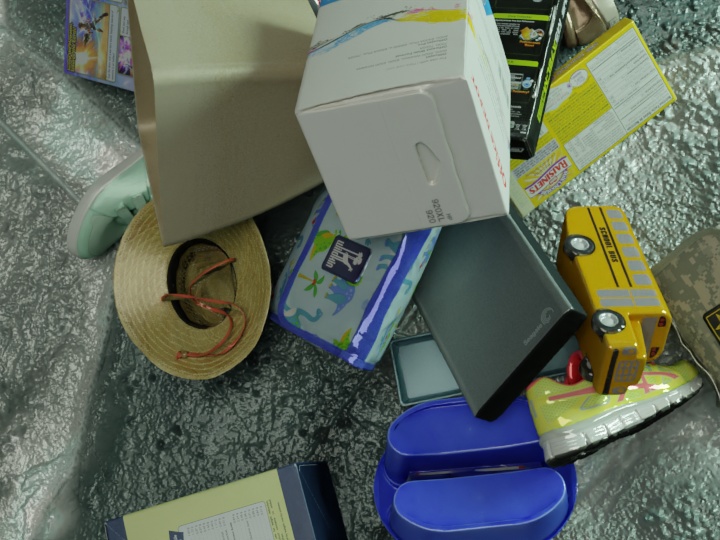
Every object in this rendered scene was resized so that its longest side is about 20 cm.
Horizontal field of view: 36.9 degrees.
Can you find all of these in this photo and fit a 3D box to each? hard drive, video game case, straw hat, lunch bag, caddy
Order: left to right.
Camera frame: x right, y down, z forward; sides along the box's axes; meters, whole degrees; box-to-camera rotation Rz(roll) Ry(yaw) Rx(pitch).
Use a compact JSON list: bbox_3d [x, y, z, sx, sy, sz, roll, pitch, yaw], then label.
[{"bbox_3d":[-0.233,-0.295,1.178,0.180,0.045,0.201,16,115,13],"label":"video game case"},{"bbox_3d":[-0.157,0.016,1.132,0.200,0.085,0.202,-2,84,25],"label":"straw hat"},{"bbox_3d":[0.000,0.000,1.037,0.127,0.200,0.171,26,88,-20],"label":"lunch bag"},{"bbox_3d":[0.110,0.200,1.040,0.199,0.105,0.142,-6,60,3],"label":"caddy"},{"bbox_3d":[0.122,0.025,1.029,0.140,0.033,0.200,-52,39,23],"label":"hard drive"},{"bbox_3d":[0.384,0.023,1.000,0.199,0.118,0.164,-31,74,0],"label":"lunch bag"}]

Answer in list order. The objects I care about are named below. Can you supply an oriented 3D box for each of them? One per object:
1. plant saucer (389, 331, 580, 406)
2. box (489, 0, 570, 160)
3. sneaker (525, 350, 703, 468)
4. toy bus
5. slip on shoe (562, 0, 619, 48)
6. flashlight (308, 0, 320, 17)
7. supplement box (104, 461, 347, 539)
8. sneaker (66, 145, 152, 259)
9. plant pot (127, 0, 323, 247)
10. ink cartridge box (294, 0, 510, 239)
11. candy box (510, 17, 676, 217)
[{"bbox_3d":[0.132,0.086,1.098,0.199,0.019,0.070,-13,78,10],"label":"plant saucer"},{"bbox_3d":[0.095,-0.212,1.081,0.199,0.048,0.194,7,68,23],"label":"box"},{"bbox_3d":[0.237,0.108,1.005,0.199,0.078,0.091,-15,66,-33],"label":"sneaker"},{"bbox_3d":[0.231,0.024,1.003,0.078,0.065,0.201,-1,39,-6],"label":"toy bus"},{"bbox_3d":[0.191,-0.321,1.129,0.060,0.076,0.201,-33,83,2],"label":"slip on shoe"},{"bbox_3d":[-0.095,-0.281,1.127,0.199,0.068,0.068,3,73,-28],"label":"flashlight"},{"bbox_3d":[-0.114,0.310,1.051,0.199,0.134,0.201,-18,77,8],"label":"supplement box"},{"bbox_3d":[-0.221,-0.064,1.166,0.200,0.074,0.118,-45,69,-1],"label":"sneaker"},{"bbox_3d":[-0.123,-0.169,1.048,0.176,0.200,0.201,-7,45,-14],"label":"plant pot"},{"bbox_3d":[0.044,-0.153,0.929,0.144,0.148,0.201,-10,42,17],"label":"ink cartridge box"},{"bbox_3d":[0.214,-0.153,1.088,0.200,0.026,0.102,-37,119,3],"label":"candy box"}]
